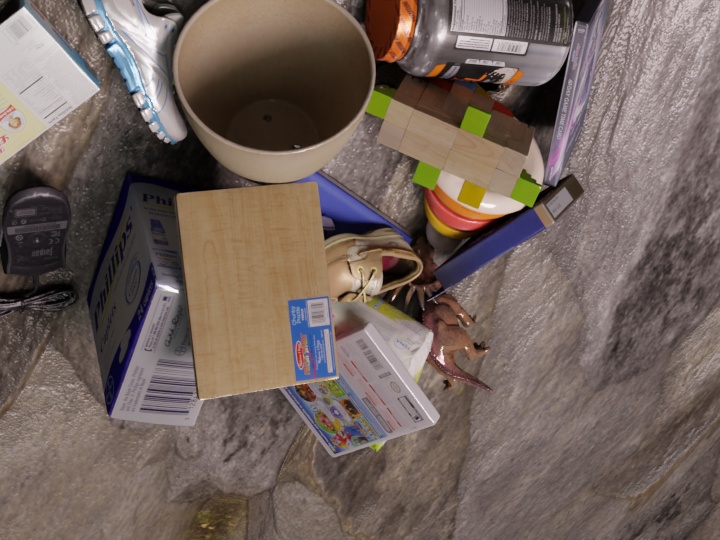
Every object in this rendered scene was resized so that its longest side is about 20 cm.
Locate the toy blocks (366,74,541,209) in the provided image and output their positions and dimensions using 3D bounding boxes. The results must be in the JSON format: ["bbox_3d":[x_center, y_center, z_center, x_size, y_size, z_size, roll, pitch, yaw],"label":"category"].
[{"bbox_3d":[0.107,-0.155,1.210,0.198,0.137,0.101,23,122,2],"label":"toy blocks"}]

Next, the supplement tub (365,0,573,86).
[{"bbox_3d":[0.112,-0.261,1.198,0.197,0.123,0.124,1,127,-21],"label":"supplement tub"}]

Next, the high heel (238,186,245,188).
[{"bbox_3d":[-0.098,0.009,1.254,0.067,0.097,0.201,-24,133,0],"label":"high heel"}]

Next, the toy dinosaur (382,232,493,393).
[{"bbox_3d":[0.093,0.069,1.423,0.085,0.202,0.135,-28,147,14],"label":"toy dinosaur"}]

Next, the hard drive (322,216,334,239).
[{"bbox_3d":[-0.125,0.016,1.343,0.130,0.026,0.202,9,124,-27],"label":"hard drive"}]

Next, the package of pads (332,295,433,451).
[{"bbox_3d":[-0.002,0.118,1.415,0.068,0.153,0.201,-48,163,-42],"label":"package of pads"}]

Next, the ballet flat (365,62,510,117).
[{"bbox_3d":[0.090,-0.208,1.281,0.197,0.047,0.068,-12,130,-13],"label":"ballet flat"}]

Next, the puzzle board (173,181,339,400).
[{"bbox_3d":[-0.103,0.018,1.141,0.149,0.017,0.203,-7,90,-23],"label":"puzzle board"}]

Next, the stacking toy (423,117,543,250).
[{"bbox_3d":[0.117,-0.087,1.350,0.144,0.148,0.201,-3,152,-19],"label":"stacking toy"}]

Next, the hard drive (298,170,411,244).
[{"bbox_3d":[-0.049,-0.041,1.372,0.199,0.025,0.132,32,111,-37],"label":"hard drive"}]

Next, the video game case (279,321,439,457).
[{"bbox_3d":[-0.012,0.149,1.384,0.199,0.018,0.144,-26,105,46],"label":"video game case"}]

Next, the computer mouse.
[{"bbox_3d":[-0.384,-0.023,1.243,0.138,0.046,0.201,-11,142,-19],"label":"computer mouse"}]

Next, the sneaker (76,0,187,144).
[{"bbox_3d":[-0.206,-0.216,1.143,0.086,0.075,0.201,-29,132,-5],"label":"sneaker"}]

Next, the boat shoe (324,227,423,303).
[{"bbox_3d":[0.000,0.000,1.308,0.199,0.066,0.075,-22,139,-46],"label":"boat shoe"}]

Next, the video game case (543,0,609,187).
[{"bbox_3d":[0.246,-0.215,1.289,0.019,0.143,0.202,17,129,14],"label":"video game case"}]

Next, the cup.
[{"bbox_3d":[-0.088,-0.167,1.167,0.197,0.203,0.144,-13,155,-12],"label":"cup"}]

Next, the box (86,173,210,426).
[{"bbox_3d":[-0.217,0.031,1.244,0.104,0.201,0.186,9,123,-27],"label":"box"}]

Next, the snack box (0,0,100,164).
[{"bbox_3d":[-0.372,-0.169,1.134,0.199,0.037,0.116,-34,131,7],"label":"snack box"}]

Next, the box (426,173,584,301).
[{"bbox_3d":[0.162,-0.038,1.347,0.199,0.121,0.033,-35,92,34],"label":"box"}]
